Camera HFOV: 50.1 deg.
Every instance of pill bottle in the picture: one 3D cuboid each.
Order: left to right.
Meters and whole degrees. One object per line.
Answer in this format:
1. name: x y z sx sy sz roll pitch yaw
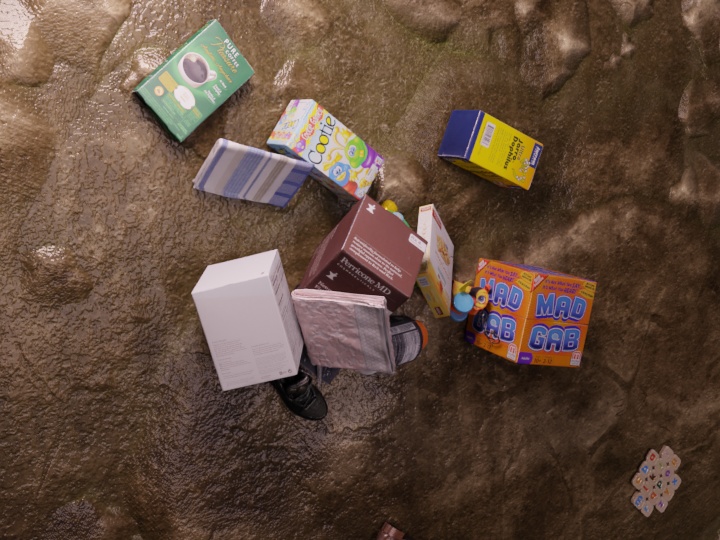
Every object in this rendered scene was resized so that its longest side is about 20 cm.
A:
1. pill bottle: 0.066 0.155 1.662 0.198 0.105 0.109 -8 105 -53

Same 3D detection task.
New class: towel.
1. towel: -0.204 -0.182 1.461 0.197 0.147 0.024 10 55 -29
2. towel: -0.030 0.123 1.503 0.032 0.187 0.202 -67 154 -44

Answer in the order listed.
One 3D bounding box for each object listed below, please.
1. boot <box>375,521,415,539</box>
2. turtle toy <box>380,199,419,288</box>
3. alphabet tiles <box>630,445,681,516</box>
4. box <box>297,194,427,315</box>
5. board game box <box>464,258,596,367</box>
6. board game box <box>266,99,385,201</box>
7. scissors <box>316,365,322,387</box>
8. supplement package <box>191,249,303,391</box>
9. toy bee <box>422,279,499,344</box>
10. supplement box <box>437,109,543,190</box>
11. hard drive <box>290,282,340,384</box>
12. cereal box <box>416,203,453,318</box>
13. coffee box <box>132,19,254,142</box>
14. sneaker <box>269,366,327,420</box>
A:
1. boot: 0.070 0.724 1.825 0.185 0.064 0.202 37 79 -16
2. turtle toy: 0.070 -0.045 1.648 0.146 0.101 0.201 -45 117 -13
3. alphabet tiles: 0.874 0.622 2.277 0.195 0.015 0.201 41 80 -29
4. box: 0.000 0.000 1.515 0.165 0.200 0.166 35 45 -12
5. board game box: 0.393 0.097 1.797 0.197 0.199 0.204 7 97 -30
6. board game box: -0.068 -0.238 1.531 0.199 0.104 0.104 34 83 -30
7. scissors: -0.089 0.140 1.601 0.072 0.014 0.204 13 94 -32
8. supplement package: -0.208 0.092 1.466 0.149 0.151 0.204 -12 109 5
9. toy bee: 0.244 0.067 1.757 0.200 0.131 0.109 42 64 -11
10. supplement box: 0.291 -0.268 1.720 0.197 0.108 0.111 20 90 -30
11. hard drive: -0.099 0.131 1.624 0.135 0.042 0.200 -50 118 -11
12. cereal box: 0.159 -0.022 1.653 0.145 0.039 0.203 58 30 -42
13. coffee box: -0.303 -0.347 1.414 0.200 0.044 0.123 -47 118 -12
14. sneaker: -0.124 0.256 1.597 0.076 0.114 0.201 -42 118 -13
